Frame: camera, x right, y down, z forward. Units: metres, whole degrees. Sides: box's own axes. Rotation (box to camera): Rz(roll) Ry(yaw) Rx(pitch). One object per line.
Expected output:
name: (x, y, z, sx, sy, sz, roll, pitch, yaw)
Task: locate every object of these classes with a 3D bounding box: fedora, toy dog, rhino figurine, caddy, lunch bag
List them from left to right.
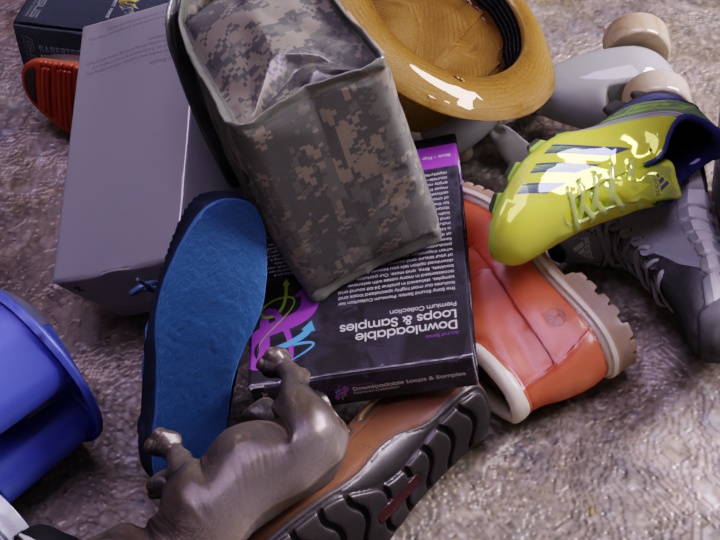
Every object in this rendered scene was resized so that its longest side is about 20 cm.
caddy: (-0.252, 0.056, 1.161, 0.200, 0.141, 0.105, 31, 62, 29)
rhino figurine: (-0.092, 0.132, 1.042, 0.200, 0.060, 0.087, -37, 48, -19)
lunch bag: (-0.047, -0.111, 1.151, 0.117, 0.164, 0.200, -26, 46, -5)
fedora: (0.042, -0.158, 1.266, 0.200, 0.082, 0.201, 22, 42, -21)
toy dog: (0.154, -0.114, 1.325, 0.200, 0.096, 0.132, 1, 49, 28)

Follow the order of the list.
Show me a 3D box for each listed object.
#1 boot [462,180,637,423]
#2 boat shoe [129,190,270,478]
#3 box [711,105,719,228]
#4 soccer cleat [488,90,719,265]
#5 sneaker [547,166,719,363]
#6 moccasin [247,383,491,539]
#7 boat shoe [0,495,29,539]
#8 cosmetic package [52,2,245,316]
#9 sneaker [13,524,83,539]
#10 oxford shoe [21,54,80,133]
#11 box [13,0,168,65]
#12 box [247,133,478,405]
boot: (0.080, 0.018, 1.208, 0.107, 0.075, 0.200, -33, 53, -16)
boat shoe: (-0.114, 0.041, 1.127, 0.084, 0.200, 0.069, 10, 16, -27)
box: (0.267, -0.072, 1.180, 0.041, 0.200, 0.156, -3, 48, 1)
soccer cleat: (0.163, -0.059, 1.181, 0.084, 0.065, 0.200, 29, 48, 35)
sneaker: (0.186, -0.003, 1.222, 0.115, 0.075, 0.200, -7, 37, 7)
moccasin: (-0.008, 0.125, 1.116, 0.078, 0.074, 0.201, 20, 55, 41)
boat shoe: (-0.303, 0.142, 1.139, 0.202, 0.075, 0.086, 35, 62, 21)
cosmetic package: (-0.138, -0.078, 1.246, 0.113, 0.081, 0.200, -8, 68, 32)
sneaker: (-0.119, 0.207, 1.065, 0.200, 0.070, 0.090, 32, 43, 30)
oxford shoe: (-0.160, -0.133, 1.381, 0.200, 0.071, 0.073, 15, 41, 8)
box: (-0.175, -0.238, 1.484, 0.157, 0.051, 0.200, 9, 49, 13)
box: (0.000, 0.000, 1.174, 0.143, 0.036, 0.200, -9, 45, 8)
